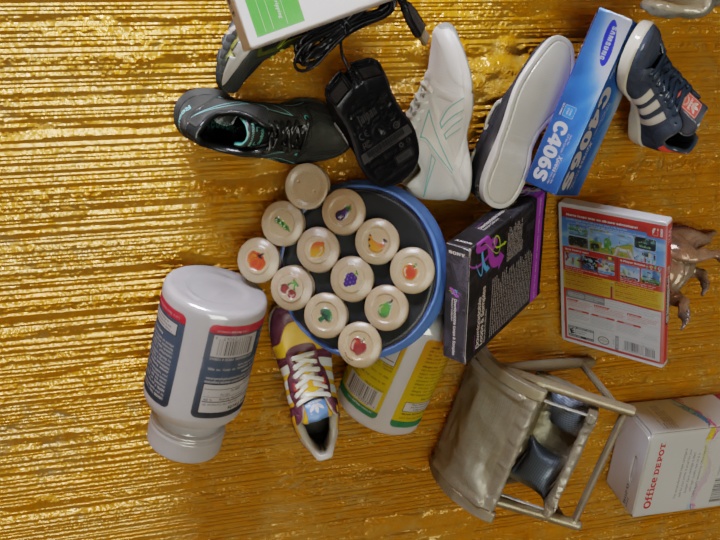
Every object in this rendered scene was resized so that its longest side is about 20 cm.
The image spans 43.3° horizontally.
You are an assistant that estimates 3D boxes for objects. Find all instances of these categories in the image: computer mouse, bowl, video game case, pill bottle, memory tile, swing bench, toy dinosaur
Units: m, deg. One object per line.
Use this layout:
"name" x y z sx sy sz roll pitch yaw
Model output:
"computer mouse" 0.021 -0.196 0.954 0.140 0.046 0.201 -39 124 -4
"bowl" 0.000 0.000 1.018 0.197 0.039 0.205 1 93 12
"video game case" 0.315 0.015 1.130 0.017 0.141 0.203 -35 128 -40
"pill bottle" -0.183 0.109 1.033 0.118 0.120 0.203 9 113 -20
"pill bottle" 0.056 0.086 1.095 0.111 0.113 0.203 14 111 -22
"memory tile" -0.028 -0.006 0.995 0.199 0.017 0.154 38 99 8
"swing bench" 0.219 0.218 1.198 0.197 0.130 0.202 9 113 -20
"toy dinosaur" 0.386 -0.005 1.172 0.135 0.086 0.201 37 79 15

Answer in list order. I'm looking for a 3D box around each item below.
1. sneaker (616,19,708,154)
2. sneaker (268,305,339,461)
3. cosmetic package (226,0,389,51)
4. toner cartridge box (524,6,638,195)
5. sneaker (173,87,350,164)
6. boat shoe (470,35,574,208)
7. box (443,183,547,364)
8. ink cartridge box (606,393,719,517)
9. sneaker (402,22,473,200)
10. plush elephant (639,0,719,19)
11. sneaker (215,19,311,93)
"sneaker" 0.343 -0.199 1.013 0.076 0.084 0.200 -56 148 -8
"sneaker" -0.060 0.132 1.096 0.074 0.090 0.203 -17 119 -7
"cosmetic package" -0.030 -0.285 0.833 0.197 0.085 0.109 -23 104 -7
"toner cartridge box" 0.257 -0.185 1.027 0.095 0.043 0.203 -11 125 -61
"sneaker" -0.097 -0.142 0.959 0.196 0.079 0.077 2 114 -19
"boat shoe" 0.179 -0.172 1.034 0.073 0.060 0.203 13 103 -30
"box" 0.159 -0.001 1.060 0.199 0.036 0.145 -35 132 -48
"ink cartridge box" 0.473 0.265 1.321 0.196 0.083 0.148 -2 116 -15
"sneaker" 0.082 -0.169 1.004 0.079 0.071 0.204 -4 116 -4
"plush elephant" 0.375 -0.342 0.971 0.153 0.164 0.203 -21 88 35
"sneaker" -0.069 -0.251 0.915 0.084 0.075 0.201 35 102 -28
